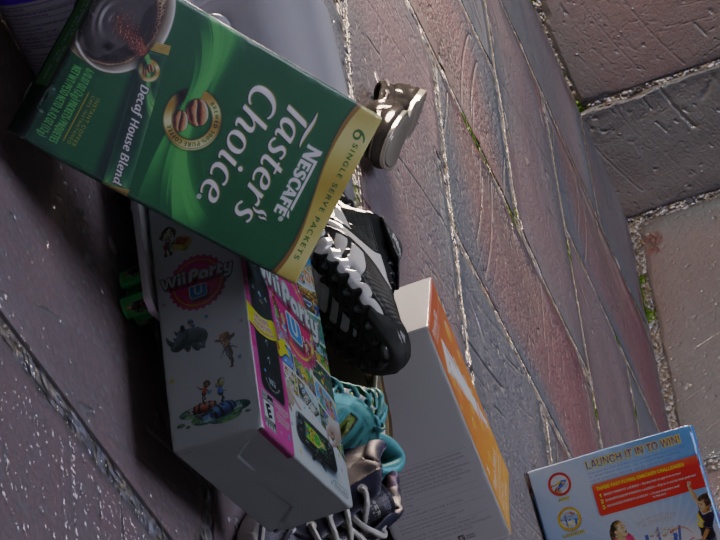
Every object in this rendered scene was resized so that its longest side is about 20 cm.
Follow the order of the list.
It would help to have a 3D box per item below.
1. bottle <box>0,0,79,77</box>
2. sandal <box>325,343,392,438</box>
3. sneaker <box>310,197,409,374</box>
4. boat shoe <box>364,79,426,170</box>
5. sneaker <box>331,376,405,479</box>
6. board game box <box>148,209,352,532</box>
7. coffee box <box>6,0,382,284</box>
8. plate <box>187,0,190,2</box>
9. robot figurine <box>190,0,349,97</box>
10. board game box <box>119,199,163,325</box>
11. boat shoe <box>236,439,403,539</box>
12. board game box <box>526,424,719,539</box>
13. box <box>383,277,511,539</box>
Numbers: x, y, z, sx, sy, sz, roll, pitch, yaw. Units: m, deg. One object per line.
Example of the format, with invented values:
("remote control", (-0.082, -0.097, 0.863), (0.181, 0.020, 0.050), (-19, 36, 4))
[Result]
("bottle", (-0.184, -0.176, 1.284), (0.200, 0.083, 0.065), (64, 36, -29))
("sandal", (-0.023, 0.069, 1.665), (0.054, 0.080, 0.201), (10, 65, -51))
("sneaker", (0.000, 0.000, 1.524), (0.200, 0.090, 0.067), (50, -38, 45))
("boat shoe", (0.022, -0.152, 2.172), (0.200, 0.057, 0.067), (-57, 164, -68))
("sneaker", (-0.021, 0.101, 1.558), (0.200, 0.079, 0.078), (63, 14, -53))
("board game box", (-0.073, 0.049, 1.372), (0.148, 0.064, 0.201), (51, 24, -56))
("coffee box", (-0.096, -0.089, 1.270), (0.200, 0.123, 0.044), (30, -2, -26))
("plate", (-0.169, -0.222, 1.513), (0.200, 0.032, 0.200), (49, 26, -59))
("robot figurine", (-0.065, -0.121, 1.486), (0.169, 0.113, 0.201), (27, 45, -57))
("board game box", (-0.123, -0.022, 1.451), (0.200, 0.026, 0.201), (49, 27, -58))
("boat shoe", (-0.024, 0.178, 1.444), (0.200, 0.092, 0.075), (-80, 149, -64))
("board game box", (0.315, 0.299, 2.424), (0.056, 0.199, 0.196), (19, 55, -75))
("box", (0.049, 0.128, 1.784), (0.124, 0.097, 0.201), (-81, 150, -70))
